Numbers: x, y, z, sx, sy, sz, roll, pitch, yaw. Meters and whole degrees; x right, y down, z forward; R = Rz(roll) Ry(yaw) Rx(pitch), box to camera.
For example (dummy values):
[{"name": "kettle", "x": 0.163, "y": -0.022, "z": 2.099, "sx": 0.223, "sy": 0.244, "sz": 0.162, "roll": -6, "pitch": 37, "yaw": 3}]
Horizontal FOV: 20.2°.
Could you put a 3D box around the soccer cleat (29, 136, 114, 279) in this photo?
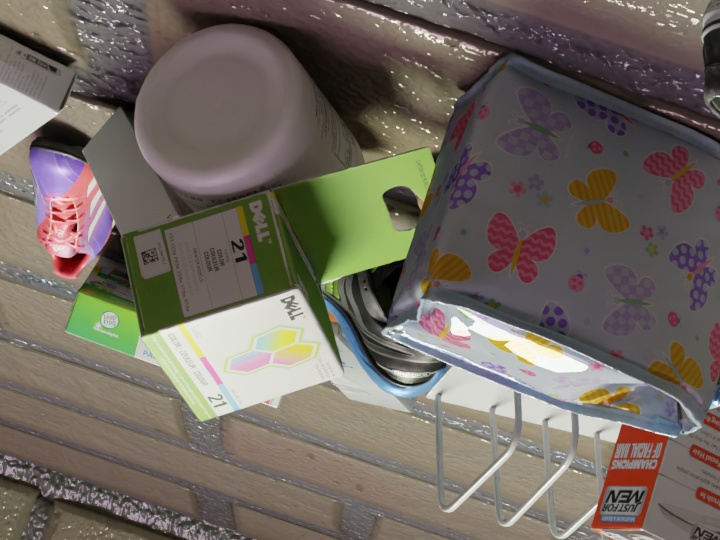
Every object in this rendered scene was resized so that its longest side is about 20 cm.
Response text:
[{"name": "soccer cleat", "x": -0.241, "y": -0.051, "z": 1.668, "sx": 0.068, "sy": 0.073, "sz": 0.200, "roll": 18, "pitch": 164, "yaw": 4}]

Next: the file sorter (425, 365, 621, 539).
[{"name": "file sorter", "x": 0.167, "y": 0.123, "z": 1.489, "sx": 0.200, "sy": 0.125, "sz": 0.139, "roll": 15, "pitch": 142, "yaw": -19}]

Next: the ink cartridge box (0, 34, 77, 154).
[{"name": "ink cartridge box", "x": -0.329, "y": -0.155, "z": 1.487, "sx": 0.200, "sy": 0.041, "sz": 0.200, "roll": 25, "pitch": 163, "yaw": -20}]

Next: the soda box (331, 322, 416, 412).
[{"name": "soda box", "x": -0.005, "y": 0.061, "z": 1.784, "sx": 0.068, "sy": 0.063, "sz": 0.200, "roll": 12, "pitch": 162, "yaw": 25}]

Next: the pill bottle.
[{"name": "pill bottle", "x": -0.059, "y": -0.068, "z": 1.331, "sx": 0.114, "sy": 0.114, "sz": 0.200, "roll": 12, "pitch": 162, "yaw": 24}]

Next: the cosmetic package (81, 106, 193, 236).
[{"name": "cosmetic package", "x": -0.138, "y": -0.042, "z": 1.434, "sx": 0.083, "sy": 0.051, "sz": 0.200, "roll": 40, "pitch": -172, "yaw": -30}]

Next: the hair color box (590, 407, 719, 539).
[{"name": "hair color box", "x": 0.244, "y": 0.105, "z": 1.399, "sx": 0.111, "sy": 0.200, "sz": 0.064, "roll": 27, "pitch": 161, "yaw": -25}]

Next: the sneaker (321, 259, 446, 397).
[{"name": "sneaker", "x": 0.000, "y": 0.000, "z": 1.497, "sx": 0.200, "sy": 0.071, "sz": 0.083, "roll": 50, "pitch": 130, "yaw": 10}]

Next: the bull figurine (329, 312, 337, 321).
[{"name": "bull figurine", "x": -0.059, "y": -0.001, "z": 1.614, "sx": 0.200, "sy": 0.065, "sz": 0.121, "roll": 6, "pitch": 149, "yaw": -3}]

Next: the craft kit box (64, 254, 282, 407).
[{"name": "craft kit box", "x": -0.159, "y": 0.052, "z": 1.838, "sx": 0.200, "sy": 0.049, "sz": 0.198, "roll": 20, "pitch": -174, "yaw": -4}]

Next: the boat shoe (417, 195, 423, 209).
[{"name": "boat shoe", "x": 0.117, "y": -0.031, "z": 1.344, "sx": 0.200, "sy": 0.063, "sz": 0.073, "roll": 7, "pitch": 161, "yaw": 38}]

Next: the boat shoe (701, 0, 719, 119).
[{"name": "boat shoe", "x": 0.235, "y": -0.072, "z": 1.060, "sx": 0.200, "sy": 0.071, "sz": 0.072, "roll": 31, "pitch": 160, "yaw": -37}]

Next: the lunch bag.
[{"name": "lunch bag", "x": 0.135, "y": -0.006, "z": 1.211, "sx": 0.200, "sy": 0.170, "sz": 0.127, "roll": 20, "pitch": 161, "yaw": -9}]

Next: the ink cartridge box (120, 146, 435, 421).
[{"name": "ink cartridge box", "x": -0.033, "y": 0.009, "z": 1.282, "sx": 0.200, "sy": 0.076, "sz": 0.148, "roll": -17, "pitch": 153, "yaw": 4}]
